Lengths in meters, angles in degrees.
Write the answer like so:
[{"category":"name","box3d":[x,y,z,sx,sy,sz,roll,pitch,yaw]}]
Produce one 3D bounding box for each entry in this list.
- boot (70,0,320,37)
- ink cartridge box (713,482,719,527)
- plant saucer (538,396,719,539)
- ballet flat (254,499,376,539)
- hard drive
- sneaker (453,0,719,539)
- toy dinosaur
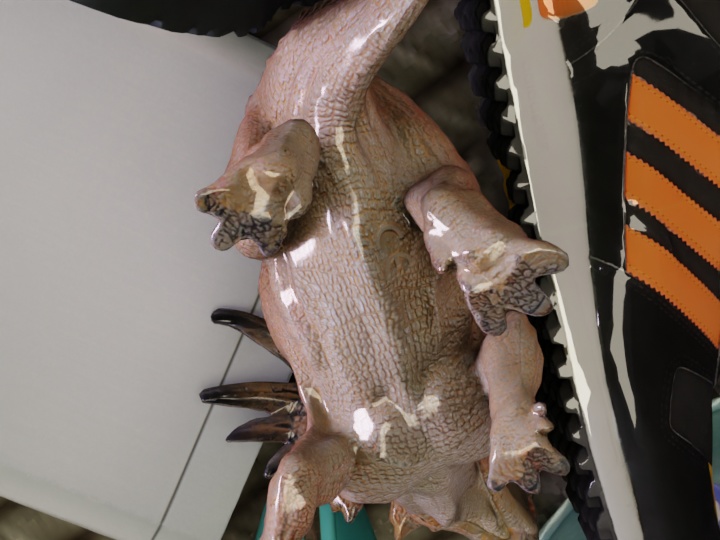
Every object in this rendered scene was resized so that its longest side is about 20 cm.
[{"category":"boot","box3d":[-0.011,-0.142,0.692,0.073,0.198,0.163,28,108,18]},{"category":"ink cartridge box","box3d":[0.091,0.165,0.742,0.042,0.119,0.201,30,84,-51]},{"category":"plant saucer","box3d":[0.125,0.123,0.823,0.199,0.036,0.201,-1,101,-5]},{"category":"ballet flat","box3d":[-0.009,0.150,0.805,0.070,0.067,0.201,-16,99,17]},{"category":"hard drive","box3d":[-0.098,-0.019,0.743,0.199,0.027,0.133,24,89,-29]},{"category":"sneaker","box3d":[0.080,-0.017,0.735,0.089,0.070,0.201,-13,95,-3]},{"category":"toy dinosaur","box3d":[0.000,0.000,0.709,0.085,0.136,0.201,-5,115,-1]}]
